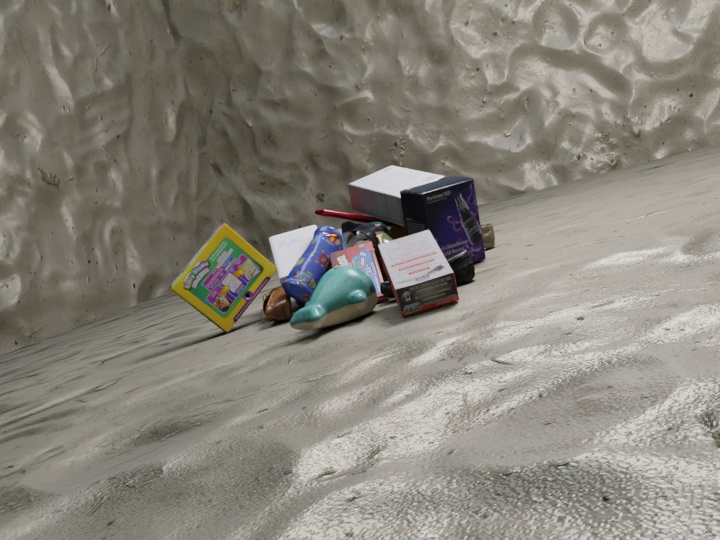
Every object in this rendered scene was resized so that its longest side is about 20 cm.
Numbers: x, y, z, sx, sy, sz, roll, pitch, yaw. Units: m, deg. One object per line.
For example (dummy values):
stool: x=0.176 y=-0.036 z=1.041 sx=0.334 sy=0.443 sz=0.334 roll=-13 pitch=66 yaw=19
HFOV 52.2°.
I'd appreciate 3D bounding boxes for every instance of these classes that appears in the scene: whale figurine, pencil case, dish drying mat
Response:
whale figurine: x=-0.056 y=0.054 z=1.435 sx=0.159 sy=0.104 sz=0.200 roll=-10 pitch=8 yaw=41
pencil case: x=-0.112 y=-0.015 z=1.720 sx=0.087 sy=0.078 sz=0.200 roll=-11 pitch=40 yaw=43
dish drying mat: x=-0.011 y=-0.132 z=1.863 sx=0.199 sy=0.018 sz=0.077 roll=7 pitch=1 yaw=-20

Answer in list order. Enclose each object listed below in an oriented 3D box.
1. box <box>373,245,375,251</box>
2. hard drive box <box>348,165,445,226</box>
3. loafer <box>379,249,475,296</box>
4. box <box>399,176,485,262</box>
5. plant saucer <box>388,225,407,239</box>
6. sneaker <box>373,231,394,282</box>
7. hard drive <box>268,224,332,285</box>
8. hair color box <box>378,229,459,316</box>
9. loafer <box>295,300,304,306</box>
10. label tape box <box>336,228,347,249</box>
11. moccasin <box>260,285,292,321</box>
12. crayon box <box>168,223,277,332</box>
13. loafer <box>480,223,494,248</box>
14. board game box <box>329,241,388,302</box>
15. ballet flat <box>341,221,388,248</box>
box: x=0.000 y=0.000 z=1.806 sx=0.124 sy=0.098 sz=0.200 roll=-17 pitch=5 yaw=-10
hard drive box: x=0.093 y=-0.191 z=1.834 sx=0.156 sy=0.077 sz=0.200 roll=-27 pitch=31 yaw=-31
loafer: x=0.134 y=0.006 z=1.506 sx=0.200 sy=0.071 sz=0.068 roll=-14 pitch=5 yaw=11
box: x=0.192 y=-0.105 z=1.710 sx=0.148 sy=0.201 sz=0.104 roll=-19 pitch=17 yaw=-23
plant saucer: x=0.142 y=-0.100 z=1.857 sx=0.200 sy=0.048 sz=0.200 roll=-54 pitch=34 yaw=-9
sneaker: x=0.089 y=-0.019 z=1.638 sx=0.089 sy=0.067 sz=0.200 roll=-5 pitch=38 yaw=-9
hard drive: x=-0.155 y=-0.042 z=1.864 sx=0.131 sy=0.025 sz=0.200 roll=-16 pitch=35 yaw=-6
hair color box: x=0.106 y=0.001 z=1.385 sx=0.110 sy=0.064 sz=0.200 roll=-16 pitch=26 yaw=0
loafer: x=-0.115 y=0.051 z=1.819 sx=0.069 sy=0.076 sz=0.200 roll=-13 pitch=14 yaw=-22
label tape box: x=-0.077 y=-0.025 z=1.970 sx=0.199 sy=0.144 sz=0.066 roll=-16 pitch=20 yaw=-5
moccasin: x=-0.203 y=0.084 z=1.746 sx=0.077 sy=0.074 sz=0.201 roll=-9 pitch=15 yaw=-5
crayon box: x=-0.329 y=0.018 z=1.769 sx=0.200 sy=0.172 sz=0.058 roll=-52 pitch=16 yaw=-12
loafer: x=0.255 y=-0.108 z=1.911 sx=0.199 sy=0.068 sz=0.076 roll=11 pitch=9 yaw=0
board game box: x=-0.006 y=0.011 z=1.621 sx=0.103 sy=0.019 sz=0.200 roll=-17 pitch=37 yaw=1
ballet flat: x=-0.005 y=-0.086 z=1.835 sx=0.073 sy=0.073 sz=0.200 roll=-19 pitch=12 yaw=-28
